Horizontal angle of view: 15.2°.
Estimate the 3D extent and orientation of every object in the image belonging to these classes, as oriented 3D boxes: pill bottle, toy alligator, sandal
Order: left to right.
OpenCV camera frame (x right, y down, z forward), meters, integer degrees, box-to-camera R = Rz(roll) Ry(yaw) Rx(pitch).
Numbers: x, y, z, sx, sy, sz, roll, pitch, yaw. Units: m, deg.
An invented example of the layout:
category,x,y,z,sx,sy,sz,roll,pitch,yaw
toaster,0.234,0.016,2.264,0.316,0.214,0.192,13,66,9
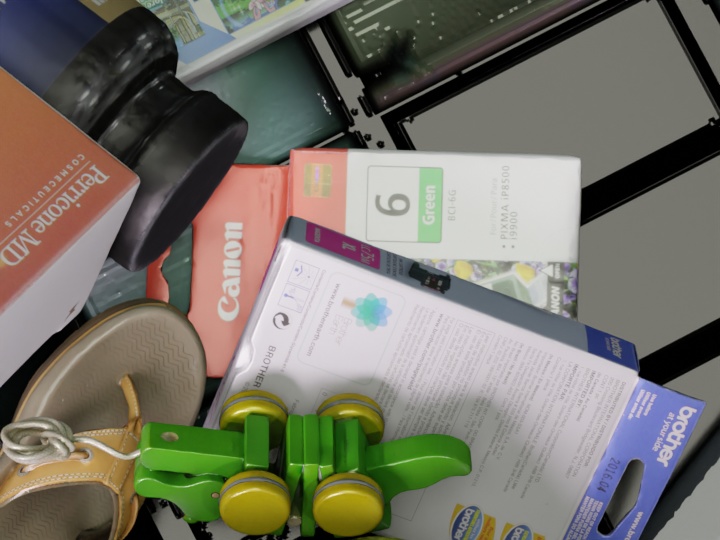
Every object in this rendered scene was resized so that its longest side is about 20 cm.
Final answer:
category,x,y,z,sx,sy,sz,roll,pitch,yaw
pill bottle,-0.153,-0.092,1.199,0.200,0.112,0.112,37,85,6
sandal,-0.133,0.101,1.181,0.200,0.054,0.080,-48,123,-16
toy alligator,-0.053,0.090,1.159,0.200,0.054,0.059,1,43,-3

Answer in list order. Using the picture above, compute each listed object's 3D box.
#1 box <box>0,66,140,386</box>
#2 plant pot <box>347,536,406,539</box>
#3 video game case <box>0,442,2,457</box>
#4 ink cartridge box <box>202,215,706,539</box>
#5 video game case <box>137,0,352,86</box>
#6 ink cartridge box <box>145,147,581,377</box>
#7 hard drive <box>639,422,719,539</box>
category,x,y,z,sx,sy,sz,roll,pitch,yaw
box,-0.220,-0.028,1.103,0.200,0.106,0.152,37,51,6
plant pot,-0.027,0.218,1.153,0.181,0.199,0.200,-21,85,-8
video game case,-0.248,0.125,1.197,0.200,0.023,0.182,-26,117,-3
ink cartridge box,0.039,0.065,1.200,0.200,0.042,0.119,21,111,-4
video game case,-0.093,-0.183,1.276,0.200,0.022,0.182,-28,85,-4
ink cartridge box,0.000,0.000,1.243,0.200,0.050,0.109,2,85,-1
hard drive,0.201,0.138,1.240,0.140,0.033,0.200,39,86,4
